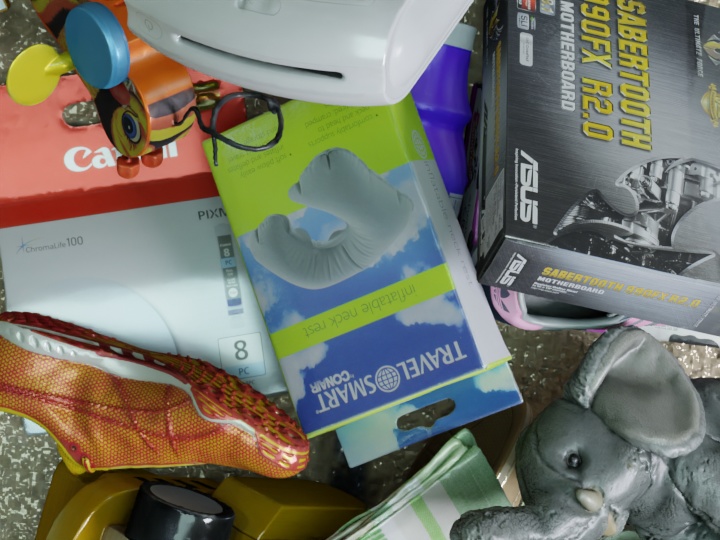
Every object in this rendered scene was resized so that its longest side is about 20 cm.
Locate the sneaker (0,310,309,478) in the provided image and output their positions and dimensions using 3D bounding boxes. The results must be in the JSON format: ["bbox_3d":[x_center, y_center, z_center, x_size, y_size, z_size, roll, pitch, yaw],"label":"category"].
[{"bbox_3d":[-0.122,0.083,1.075,0.198,0.073,0.078,17,98,12],"label":"sneaker"}]

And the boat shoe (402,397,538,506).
[{"bbox_3d":[0.059,0.167,1.176,0.069,0.074,0.201,25,98,-36],"label":"boat shoe"}]

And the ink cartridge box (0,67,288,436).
[{"bbox_3d":[-0.131,-0.015,1.124,0.158,0.047,0.202,-9,102,-7],"label":"ink cartridge box"}]

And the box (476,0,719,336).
[{"bbox_3d":[0.145,-0.070,1.064,0.157,0.048,0.202,12,55,-10],"label":"box"}]

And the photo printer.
[{"bbox_3d":[-0.019,-0.166,1.024,0.165,0.201,0.070,16,136,19],"label":"photo printer"}]

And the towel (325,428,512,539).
[{"bbox_3d":[0.008,0.196,1.100,0.199,0.023,0.153,-36,130,-10],"label":"towel"}]

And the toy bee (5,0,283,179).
[{"bbox_3d":[-0.135,-0.107,1.075,0.130,0.201,0.109,-5,145,-24],"label":"toy bee"}]

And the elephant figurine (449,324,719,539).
[{"bbox_3d":[0.147,0.104,1.082,0.198,0.155,0.143,21,98,-15],"label":"elephant figurine"}]

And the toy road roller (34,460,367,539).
[{"bbox_3d":[-0.105,0.172,1.137,0.199,0.145,0.124,11,99,-47],"label":"toy road roller"}]

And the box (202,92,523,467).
[{"bbox_3d":[0.000,0.000,1.074,0.121,0.048,0.202,-22,85,24],"label":"box"}]

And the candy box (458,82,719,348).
[{"bbox_3d":[0.158,-0.031,1.158,0.198,0.061,0.138,7,97,-10],"label":"candy box"}]

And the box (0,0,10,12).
[{"bbox_3d":[-0.286,-0.219,1.073,0.118,0.041,0.202,-21,104,-4],"label":"box"}]

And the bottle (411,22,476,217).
[{"bbox_3d":[0.021,-0.050,1.130,0.083,0.065,0.202,16,97,4],"label":"bottle"}]

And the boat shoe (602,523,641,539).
[{"bbox_3d":[0.122,0.239,1.195,0.071,0.061,0.202,30,100,-12],"label":"boat shoe"}]

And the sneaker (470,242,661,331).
[{"bbox_3d":[0.163,0.006,1.091,0.198,0.082,0.071,-8,102,-7],"label":"sneaker"}]
